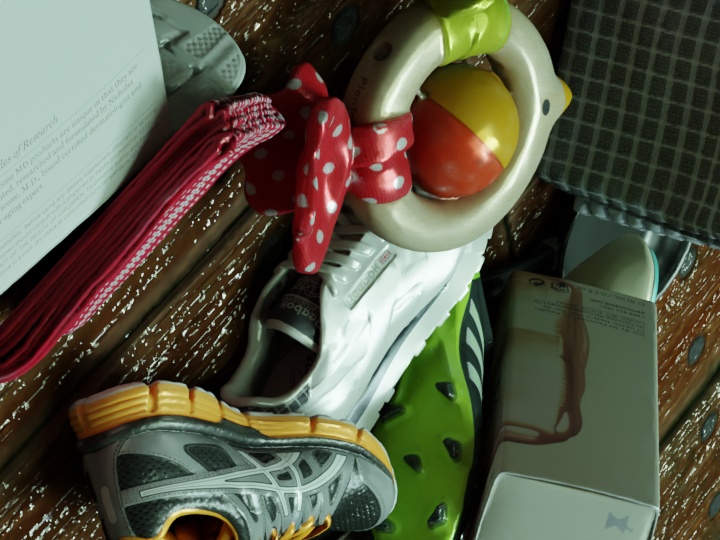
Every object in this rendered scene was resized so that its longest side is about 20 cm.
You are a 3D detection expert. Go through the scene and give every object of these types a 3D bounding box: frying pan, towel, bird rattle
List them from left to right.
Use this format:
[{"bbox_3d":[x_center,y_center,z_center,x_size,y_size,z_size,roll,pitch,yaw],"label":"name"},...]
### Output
[{"bbox_3d":[-0.092,-0.016,1.230,0.145,0.022,0.200,-46,180,7],"label":"towel"},{"bbox_3d":[0.034,-0.074,1.408,0.163,0.112,0.201,43,68,-43],"label":"bird rattle"},{"bbox_3d":[0.126,0.000,1.713,0.190,0.031,0.115,-35,134,-24],"label":"frying pan"},{"bbox_3d":[0.190,-0.112,1.601,0.085,0.165,0.201,7,100,-58],"label":"towel"}]

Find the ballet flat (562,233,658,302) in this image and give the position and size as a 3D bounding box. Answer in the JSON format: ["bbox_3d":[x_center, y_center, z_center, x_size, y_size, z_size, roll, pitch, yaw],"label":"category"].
[{"bbox_3d":[0.106,0.066,1.679,0.069,0.069,0.201,-18,137,-53],"label":"ballet flat"}]

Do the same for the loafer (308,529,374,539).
[{"bbox_3d":[-0.018,0.120,1.539,0.200,0.073,0.072,-38,119,-53],"label":"loafer"}]

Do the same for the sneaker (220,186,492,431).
[{"bbox_3d":[0.000,0.000,1.475,0.080,0.076,0.201,36,77,-50],"label":"sneaker"}]

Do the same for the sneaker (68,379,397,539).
[{"bbox_3d":[-0.059,0.108,1.404,0.200,0.078,0.078,14,60,-44],"label":"sneaker"}]

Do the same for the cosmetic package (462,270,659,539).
[{"bbox_3d":[0.105,0.098,1.552,0.200,0.087,0.104,-82,-174,-61],"label":"cosmetic package"}]

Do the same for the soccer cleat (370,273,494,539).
[{"bbox_3d":[0.042,0.063,1.525,0.081,0.067,0.201,36,51,-57],"label":"soccer cleat"}]

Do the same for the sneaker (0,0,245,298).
[{"bbox_3d":[-0.131,-0.046,1.251,0.200,0.077,0.082,-40,168,-38],"label":"sneaker"}]

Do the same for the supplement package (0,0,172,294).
[{"bbox_3d":[-0.159,-0.112,1.089,0.117,0.117,0.201,-44,144,-34],"label":"supplement package"}]
